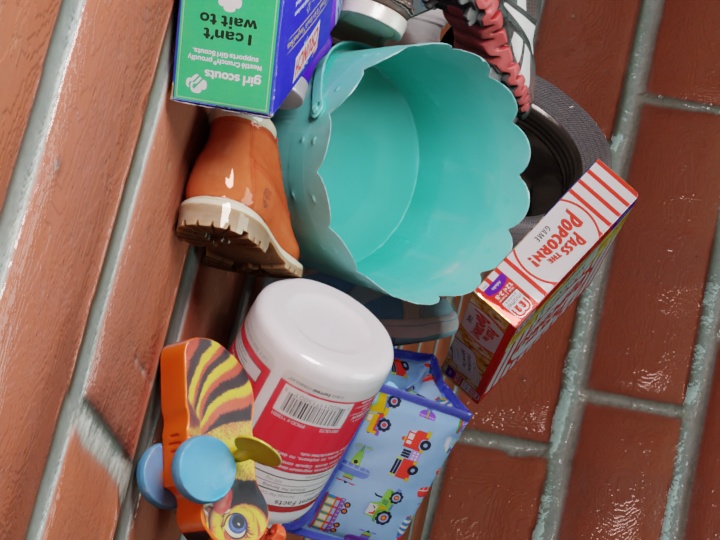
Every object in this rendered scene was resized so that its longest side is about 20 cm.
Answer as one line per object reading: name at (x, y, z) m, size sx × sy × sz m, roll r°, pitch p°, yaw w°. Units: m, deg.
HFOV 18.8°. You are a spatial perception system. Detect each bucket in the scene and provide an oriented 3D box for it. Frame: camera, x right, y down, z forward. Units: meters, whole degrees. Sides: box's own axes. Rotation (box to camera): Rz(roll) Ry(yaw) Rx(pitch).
bucket at (0.017, -0.081, 1.681) m, size 0.206 × 0.135 × 0.208 m, roll -7°, pitch 101°, yaw -36°

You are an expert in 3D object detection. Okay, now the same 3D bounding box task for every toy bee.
toy bee at (-0.104, 0.154, 1.535) m, size 0.131 × 0.108 × 0.201 m, roll 21°, pitch -86°, yaw 56°

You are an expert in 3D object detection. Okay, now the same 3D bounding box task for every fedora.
fedora at (0.116, -0.079, 1.894) m, size 0.200 × 0.177 × 0.090 m, roll -45°, pitch 170°, yaw -44°

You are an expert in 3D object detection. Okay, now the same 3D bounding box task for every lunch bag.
lunch bag at (-0.038, 0.131, 1.744) m, size 0.151 × 0.199 × 0.094 m, roll -62°, pitch -147°, yaw 21°

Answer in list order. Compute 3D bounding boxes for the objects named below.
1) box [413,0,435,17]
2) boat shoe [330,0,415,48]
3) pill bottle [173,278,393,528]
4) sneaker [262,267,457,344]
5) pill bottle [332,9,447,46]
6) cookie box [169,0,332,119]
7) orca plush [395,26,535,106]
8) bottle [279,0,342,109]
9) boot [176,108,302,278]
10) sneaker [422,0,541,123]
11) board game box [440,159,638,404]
box at (0.017, -0.317, 1.702) m, size 0.156 × 0.041 × 0.200 m, roll 61°, pitch -10°, yaw 26°
boat shoe at (0.001, -0.217, 1.728) m, size 0.060 × 0.072 × 0.200 m, roll -68°, pitch -167°, yaw -2°
pill bottle at (-0.064, 0.114, 1.618) m, size 0.200 × 0.112 × 0.112 m, roll -61°, pitch -178°, yaw 30°
sneaker at (0.000, 0.000, 1.814) m, size 0.199 × 0.079 × 0.131 m, roll -1°, pitch 84°, yaw -42°
pill bottle at (0.018, -0.154, 1.944) m, size 0.116 × 0.116 × 0.201 m, roll -3°, pitch 103°, yaw -81°
cookie box at (-0.063, -0.226, 1.445) m, size 0.171 × 0.075 × 0.201 m, roll -63°, pitch 161°, yaw -63°
orca plush at (0.077, -0.196, 1.844) m, size 0.200 × 0.105 × 0.071 m, roll -43°, pitch 108°, yaw -48°
bottle at (-0.041, -0.219, 1.629) m, size 0.084 × 0.065 × 0.201 m, roll 94°, pitch 9°, yaw -69°
boot at (-0.079, -0.054, 1.586) m, size 0.200 × 0.075 × 0.108 m, roll 66°, pitch 30°, yaw -74°
sneaker at (0.110, -0.198, 1.696) m, size 0.098 × 0.071 × 0.201 m, roll -49°, pitch 144°, yaw -18°
board game box at (0.139, 0.012, 1.735) m, size 0.152 × 0.046 × 0.200 m, roll -46°, pitch 170°, yaw -18°
